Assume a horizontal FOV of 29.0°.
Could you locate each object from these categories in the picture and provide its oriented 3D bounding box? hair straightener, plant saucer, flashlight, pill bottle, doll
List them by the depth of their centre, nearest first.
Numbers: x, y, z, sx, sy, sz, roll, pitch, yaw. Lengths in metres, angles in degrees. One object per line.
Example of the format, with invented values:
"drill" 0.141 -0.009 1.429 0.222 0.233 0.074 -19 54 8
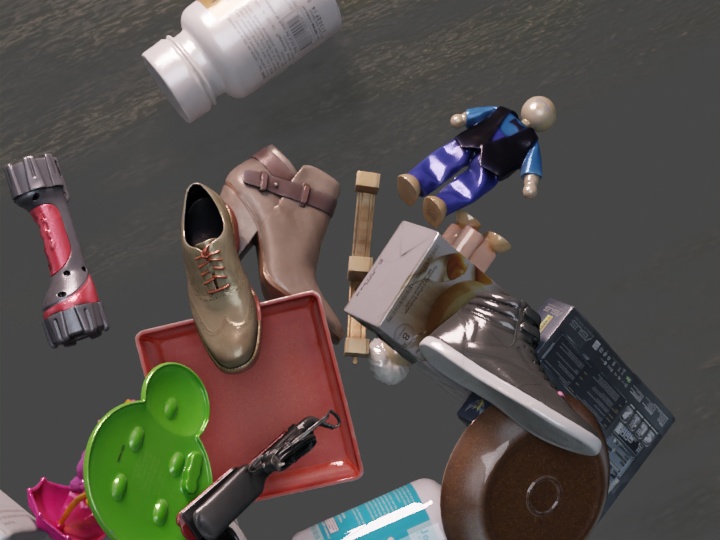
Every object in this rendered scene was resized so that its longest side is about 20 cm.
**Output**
"hair straightener" -0.085 0.195 1.350 0.200 0.077 0.041 -33 98 -34
"plant saucer" 0.173 0.219 1.377 0.199 0.037 0.202 -5 102 -24
"pill bottle" 0.037 0.283 1.417 0.199 0.111 0.111 -23 83 -6
"plant saucer" -0.113 0.136 1.439 0.199 0.037 0.201 -13 96 6
"flashlight" -0.326 -0.021 1.470 0.068 0.068 0.201 -20 84 -3
"pill bottle" -0.129 -0.251 1.491 0.200 0.114 0.115 -37 84 -7
"doll" 0.139 -0.123 1.504 0.200 0.049 0.136 -38 65 -22

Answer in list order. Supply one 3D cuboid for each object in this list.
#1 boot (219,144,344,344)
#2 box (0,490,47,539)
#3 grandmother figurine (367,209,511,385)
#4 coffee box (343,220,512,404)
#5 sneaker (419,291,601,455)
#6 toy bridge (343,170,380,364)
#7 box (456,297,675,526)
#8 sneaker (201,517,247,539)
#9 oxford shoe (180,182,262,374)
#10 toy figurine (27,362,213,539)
"boot" -0.066 -0.035 1.488 0.200 0.070 0.147 38 70 -8
"box" -0.443 0.280 1.350 0.171 0.199 0.200 38 82 4
"grandmother figurine" 0.071 0.032 1.486 0.121 0.061 0.201 32 79 9
"coffee box" 0.097 0.056 1.426 0.200 0.080 0.115 38 82 -29
"sneaker" 0.163 0.090 1.330 0.199 0.071 0.099 33 71 20
"toy bridge" 0.000 0.000 1.481 0.027 0.067 0.202 4 80 -2
"box" 0.214 0.151 1.432 0.200 0.051 0.158 44 79 -27
"sneaker" -0.127 0.322 1.407 0.073 0.080 0.201 -30 100 -7
"oxford shoe" -0.148 0.006 1.388 0.070 0.075 0.201 -20 64 4
"toy figurine" -0.255 0.202 1.396 0.150 0.183 0.201 37 50 -30
